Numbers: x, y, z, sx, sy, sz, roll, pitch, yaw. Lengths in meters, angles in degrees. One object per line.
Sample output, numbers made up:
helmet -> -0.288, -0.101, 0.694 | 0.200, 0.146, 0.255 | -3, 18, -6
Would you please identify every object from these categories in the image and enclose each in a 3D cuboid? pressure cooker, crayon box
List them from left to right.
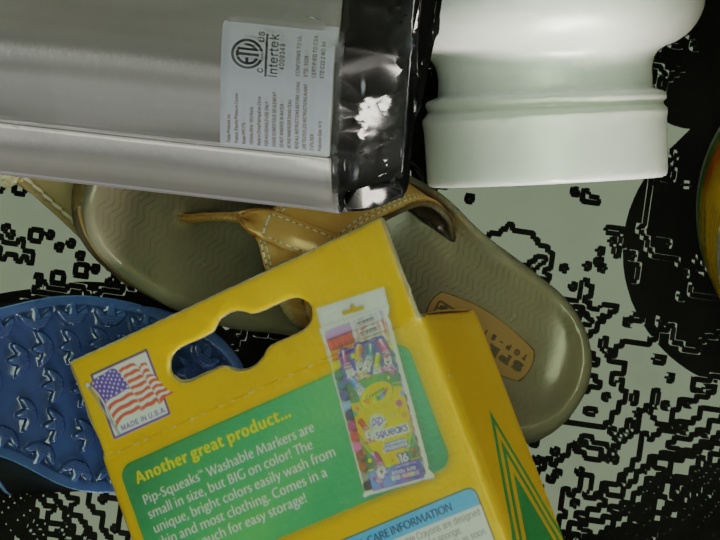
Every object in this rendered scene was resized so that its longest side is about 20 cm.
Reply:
pressure cooker -> -0.073, -0.112, 0.833 | 0.199, 0.179, 0.177 | 5, 93, 3
crayon box -> 0.000, 0.099, 0.920 | 0.125, 0.052, 0.201 | -24, 82, 22

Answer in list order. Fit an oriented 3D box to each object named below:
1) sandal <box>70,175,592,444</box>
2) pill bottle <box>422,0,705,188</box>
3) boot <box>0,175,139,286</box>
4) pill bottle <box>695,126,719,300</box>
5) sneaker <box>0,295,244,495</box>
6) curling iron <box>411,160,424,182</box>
sandal -> 0.000, 0.000, 0.955 | 0.199, 0.054, 0.081 | 29, 85, -20
pill bottle -> 0.059, -0.130, 0.952 | 0.111, 0.112, 0.202 | -3, 92, -1
boot -> -0.168, -0.041, 0.969 | 0.154, 0.072, 0.200 | -38, 111, 10
pill bottle -> 0.170, -0.002, 0.910 | 0.110, 0.200, 0.112 | 0, 102, 1
sneaker -> -0.141, 0.044, 0.981 | 0.199, 0.078, 0.071 | 0, 90, -23
curling iron -> -0.015, 0.057, 1.000 | 0.049, 0.026, 0.201 | 13, 91, -9
